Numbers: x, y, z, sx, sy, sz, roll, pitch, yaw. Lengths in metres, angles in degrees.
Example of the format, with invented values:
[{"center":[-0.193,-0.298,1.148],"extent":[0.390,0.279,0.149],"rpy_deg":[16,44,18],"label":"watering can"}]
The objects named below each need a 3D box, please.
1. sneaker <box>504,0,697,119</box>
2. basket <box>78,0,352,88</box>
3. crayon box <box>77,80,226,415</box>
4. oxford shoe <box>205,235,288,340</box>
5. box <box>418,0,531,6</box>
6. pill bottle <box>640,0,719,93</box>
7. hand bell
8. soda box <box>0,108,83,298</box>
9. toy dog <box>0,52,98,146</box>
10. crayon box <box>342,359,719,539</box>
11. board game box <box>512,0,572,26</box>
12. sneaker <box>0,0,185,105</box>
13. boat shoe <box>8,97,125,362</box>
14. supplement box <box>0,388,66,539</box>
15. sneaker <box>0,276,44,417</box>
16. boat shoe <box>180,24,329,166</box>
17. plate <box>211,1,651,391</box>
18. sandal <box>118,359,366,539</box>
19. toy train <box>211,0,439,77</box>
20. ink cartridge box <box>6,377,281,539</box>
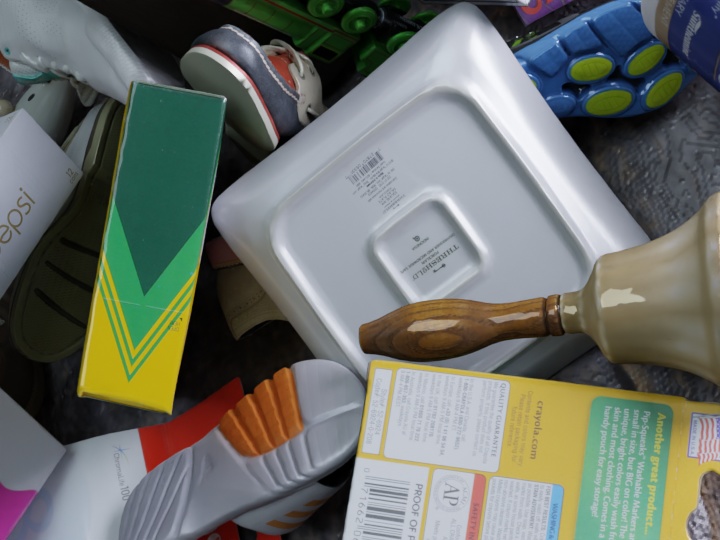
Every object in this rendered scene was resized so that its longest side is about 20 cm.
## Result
[{"center":[0.106,-0.117,0.840],"extent":[0.198,0.071,0.083],"rpy_deg":[-21,30,13],"label":"sneaker"},{"center":[-0.099,-0.198,0.926],"extent":[0.136,0.199,0.181],"rpy_deg":[-49,48,10],"label":"basket"},{"center":[-0.124,-0.009,0.872],"extent":[0.058,0.200,0.175],"rpy_deg":[9,87,-7],"label":"crayon box"},{"center":[0.000,0.000,0.886],"extent":[0.198,0.071,0.075],"rpy_deg":[-9,92,30],"label":"oxford shoe"},{"center":[0.036,-0.210,0.844],"extent":[0.060,0.116,0.200],"rpy_deg":[-57,16,1],"label":"box"},{"center":[0.244,-0.105,0.717],"extent":[0.111,0.111,0.200],"rpy_deg":[-47,65,9],"label":"pill bottle"},{"center":[0.094,0.025,0.753],"extent":[0.198,0.104,0.105],"rpy_deg":[-8,67,20],"label":"hand bell"},{"center":[-0.259,-0.008,0.916],"extent":[0.068,0.064,0.201],"rpy_deg":[-13,39,40],"label":"soda box"},{"center":[-0.237,-0.198,1.070],"extent":[0.132,0.095,0.202],"rpy_deg":[-39,39,54],"label":"toy dog"},{"center":[0.094,0.123,0.747],"extent":[0.198,0.052,0.127],"rpy_deg":[6,74,15],"label":"crayon box"},{"center":[0.176,-0.221,0.835],"extent":[0.199,0.032,0.121],"rpy_deg":[-26,33,23],"label":"board game box"},{"center":[-0.195,-0.150,0.969],"extent":[0.089,0.075,0.200],"rpy_deg":[-48,61,9],"label":"sneaker"},{"center":[-0.195,-0.027,1.013],"extent":[0.068,0.074,0.202],"rpy_deg":[-6,56,52],"label":"boat shoe"},{"center":[-0.302,0.126,0.955],"extent":[0.199,0.104,0.102],"rpy_deg":[-6,43,45],"label":"supplement box"},{"center":[-0.283,0.021,1.045],"extent":[0.070,0.075,0.201],"rpy_deg":[-39,56,14],"label":"sneaker"},{"center":[-0.053,-0.104,0.872],"extent":[0.071,0.200,0.063],"rpy_deg":[40,85,16],"label":"boat shoe"},{"center":[0.040,-0.012,0.809],"extent":[0.199,0.032,0.201],"rpy_deg":[-37,90,17],"label":"plate"},{"center":[-0.060,0.121,0.858],"extent":[0.206,0.059,0.080],"rpy_deg":[-32,43,32],"label":"sandal"},{"center":[-0.022,-0.155,0.869],"extent":[0.056,0.199,0.042],"rpy_deg":[-33,57,33],"label":"toy train"},{"center":[-0.145,0.175,0.912],"extent":[0.199,0.047,0.161],"rpy_deg":[-32,57,22],"label":"ink cartridge box"}]
